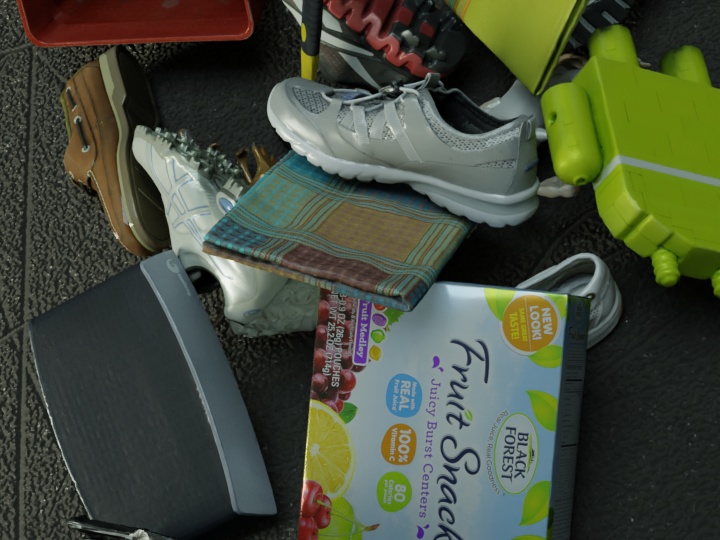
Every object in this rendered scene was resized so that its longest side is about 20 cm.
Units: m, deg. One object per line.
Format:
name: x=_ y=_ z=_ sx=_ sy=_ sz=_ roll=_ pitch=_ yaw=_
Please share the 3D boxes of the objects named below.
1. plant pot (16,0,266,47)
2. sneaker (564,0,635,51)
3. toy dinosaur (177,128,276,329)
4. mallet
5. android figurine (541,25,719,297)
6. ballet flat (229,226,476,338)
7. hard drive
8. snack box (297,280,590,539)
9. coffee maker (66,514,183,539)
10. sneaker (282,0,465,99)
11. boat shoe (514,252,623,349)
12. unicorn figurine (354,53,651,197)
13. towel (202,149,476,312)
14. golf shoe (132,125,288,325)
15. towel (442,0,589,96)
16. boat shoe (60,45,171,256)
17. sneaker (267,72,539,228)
plant pot: x=-0.166 y=-0.308 z=1.405 sx=0.200 sy=0.200 sz=0.176 roll=0 pitch=31 yaw=19
sneaker: x=0.173 y=-0.227 z=1.319 sx=0.200 sy=0.090 sz=0.078 roll=-42 pitch=100 yaw=-15
toy dinosaur: x=-0.093 y=-0.033 z=1.316 sx=0.106 sy=0.060 sz=0.200 roll=-37 pitch=46 yaw=21
mallet: x=-0.031 y=-0.149 z=1.275 sx=0.041 sy=0.200 sz=0.066 roll=-25 pitch=64 yaw=-22
android figurine: x=0.207 y=-0.071 z=1.165 sx=0.182 sy=0.041 sz=0.200 roll=10 pitch=54 yaw=-26
ballet flat: x=0.000 y=0.000 z=1.253 sx=0.200 sy=0.072 sz=0.072 roll=-36 pitch=56 yaw=-2
hard drive: x=-0.150 y=0.099 z=1.205 sx=0.135 sy=0.042 sz=0.200 roll=-26 pitch=77 yaw=16
snack box: x=0.053 y=0.107 z=1.122 sx=0.168 sy=0.068 sz=0.201 roll=6 pitch=90 yaw=21
coffee maker: x=-0.121 y=0.267 z=1.072 sx=0.192 sy=0.135 sz=0.200 roll=1 pitch=72 yaw=45
sneaker: x=-0.022 y=-0.195 z=1.320 sx=0.200 sy=0.098 sz=0.071 roll=35 pitch=47 yaw=-8
boat shoe: x=0.086 y=0.054 z=1.184 sx=0.200 sy=0.069 sz=0.071 roll=-39 pitch=58 yaw=-5
unicorn figurine: x=0.112 y=-0.106 z=1.254 sx=0.137 sy=0.074 sz=0.200 roll=19 pitch=31 yaw=36
towel: x=-0.002 y=-0.039 z=1.153 sx=0.146 sy=0.022 sz=0.200 roll=15 pitch=28 yaw=13
golf shoe: x=-0.117 y=-0.036 z=1.247 sx=0.200 sy=0.078 sz=0.097 roll=39 pitch=105 yaw=46
towel: x=0.105 y=-0.203 z=1.256 sx=0.086 sy=0.018 sz=0.200 roll=-67 pitch=30 yaw=23
boat shoe: x=-0.191 y=-0.083 z=1.367 sx=0.068 sy=0.072 sz=0.200 roll=-28 pitch=48 yaw=16
sneaker: x=0.033 y=-0.100 z=1.167 sx=0.200 sy=0.082 sz=0.075 roll=19 pitch=31 yaw=18
